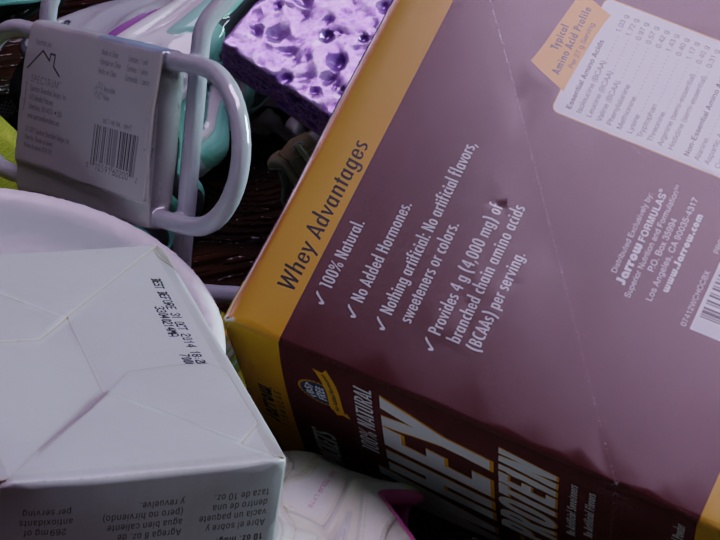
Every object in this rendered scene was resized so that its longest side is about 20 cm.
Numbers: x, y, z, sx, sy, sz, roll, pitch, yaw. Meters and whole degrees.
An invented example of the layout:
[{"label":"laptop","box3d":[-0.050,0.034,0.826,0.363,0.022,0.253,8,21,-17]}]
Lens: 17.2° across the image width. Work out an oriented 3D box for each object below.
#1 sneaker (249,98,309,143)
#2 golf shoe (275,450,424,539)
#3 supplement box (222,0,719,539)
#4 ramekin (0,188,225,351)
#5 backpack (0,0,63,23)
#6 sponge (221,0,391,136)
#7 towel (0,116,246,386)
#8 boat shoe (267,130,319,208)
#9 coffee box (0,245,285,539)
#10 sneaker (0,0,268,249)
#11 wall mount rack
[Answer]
[{"label":"sneaker","box3d":[-0.033,-0.104,1.209,0.199,0.082,0.075,26,34,30]},{"label":"golf shoe","box3d":[-0.008,0.122,0.814,0.091,0.076,0.200,8,29,-11]},{"label":"supplement box","box3d":[0.086,-0.001,0.893,0.199,0.133,0.198,23,71,14]},{"label":"ramekin","box3d":[-0.146,0.063,0.828,0.199,0.098,0.201,2,34,-1]},{"label":"backpack","box3d":[-0.265,-0.171,1.159,0.199,0.154,0.175,-24,21,-25]},{"label":"sponge","box3d":[0.048,-0.080,1.026,0.199,0.030,0.112,35,71,14]},{"label":"towel","box3d":[-0.126,-0.010,0.977,0.200,0.018,0.086,42,31,-2]},{"label":"boat shoe","box3d":[0.000,0.000,1.049,0.068,0.075,0.200,-13,32,2]},{"label":"coffee box","box3d":[-0.085,0.108,0.677,0.079,0.201,0.114,-4,31,-21]},{"label":"sneaker","box3d":[-0.134,-0.067,1.131,0.139,0.078,0.200,2,35,28]},{"label":"wall mount rack","box3d":[-0.072,-0.084,0.915,0.074,0.175,0.199,1,10,-38]}]
